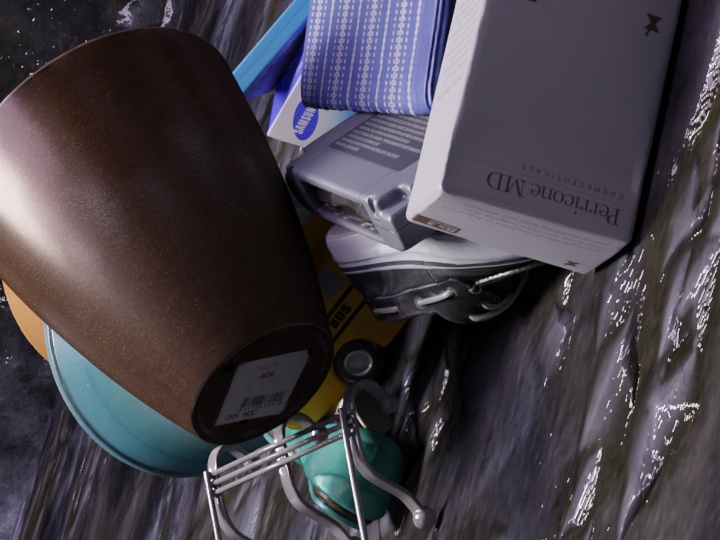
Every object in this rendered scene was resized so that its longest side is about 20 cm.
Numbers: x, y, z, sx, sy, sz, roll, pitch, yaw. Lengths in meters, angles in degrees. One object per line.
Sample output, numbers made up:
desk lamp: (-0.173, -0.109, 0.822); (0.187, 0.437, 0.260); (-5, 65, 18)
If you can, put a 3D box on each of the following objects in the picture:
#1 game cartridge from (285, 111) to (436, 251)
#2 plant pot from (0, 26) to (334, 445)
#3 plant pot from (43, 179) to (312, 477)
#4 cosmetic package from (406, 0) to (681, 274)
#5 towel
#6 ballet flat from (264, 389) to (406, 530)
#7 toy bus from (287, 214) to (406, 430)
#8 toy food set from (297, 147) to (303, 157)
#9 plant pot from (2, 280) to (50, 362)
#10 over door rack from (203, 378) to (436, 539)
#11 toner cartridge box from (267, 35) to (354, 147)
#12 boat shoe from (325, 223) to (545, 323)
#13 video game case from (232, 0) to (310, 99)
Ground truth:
game cartridge: (0.042, -0.069, 1.408); (0.042, 0.133, 0.200); (63, 169, -15)
plant pot: (-0.104, -0.003, 1.487); (0.200, 0.186, 0.188); (52, 135, 31)
plant pot: (-0.080, 0.026, 1.738); (0.187, 0.199, 0.202); (-19, 53, 53)
cosmetic package: (0.096, -0.111, 1.268); (0.074, 0.101, 0.202); (138, 146, -72)
towel: (0.017, -0.160, 1.469); (0.200, 0.024, 0.146); (-168, 86, -67)
ballet flat: (-0.009, 0.105, 1.609); (0.071, 0.067, 0.200); (-58, 15, 1)
toy bus: (0.000, 0.000, 1.553); (0.200, 0.078, 0.065); (-53, 18, 20)
toy food set: (-0.041, -0.015, 1.951); (0.200, 0.048, 0.199); (-159, 85, -79)
plant pot: (-0.146, -0.015, 1.909); (0.140, 0.199, 0.202); (-10, 63, 58)
over door rack: (-0.024, 0.179, 1.467); (0.147, 0.066, 0.202); (-28, 56, 47)
toner cartridge box: (0.009, -0.140, 1.762); (0.200, 0.094, 0.043); (125, 158, -61)
boat shoe: (0.060, -0.009, 1.390); (0.072, 0.071, 0.200); (-39, 17, -26)
video game case: (-0.021, -0.185, 1.851); (0.143, 0.018, 0.200); (-48, -5, 18)
